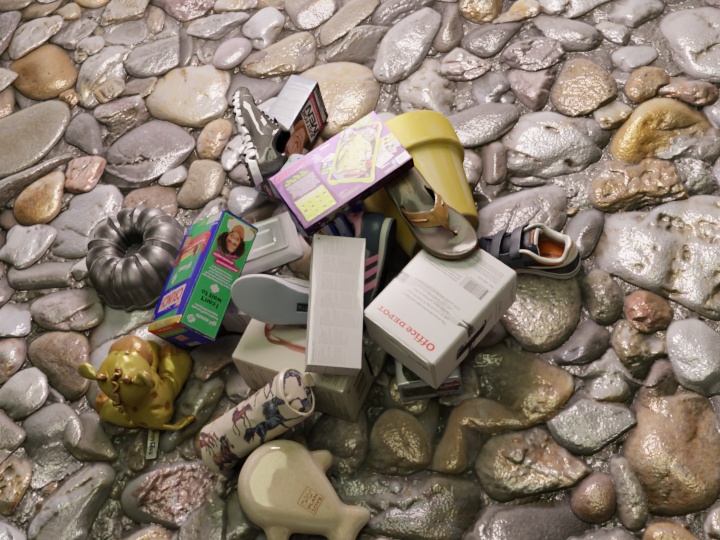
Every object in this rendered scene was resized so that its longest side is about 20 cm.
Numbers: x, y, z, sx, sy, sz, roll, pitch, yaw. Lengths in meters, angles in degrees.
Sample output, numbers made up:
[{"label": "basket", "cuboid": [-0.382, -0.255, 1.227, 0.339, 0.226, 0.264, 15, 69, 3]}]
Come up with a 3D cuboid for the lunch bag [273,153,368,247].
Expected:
[{"label": "lunch bag", "cuboid": [-0.053, -0.100, 1.621, 0.159, 0.201, 0.076, 20, 61, 42]}]

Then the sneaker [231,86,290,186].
[{"label": "sneaker", "cuboid": [-0.167, -0.239, 1.694, 0.089, 0.067, 0.203, -16, 60, 0]}]

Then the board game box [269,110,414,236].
[{"label": "board game box", "cuboid": [-0.029, -0.151, 1.510, 0.198, 0.032, 0.121, -33, 62, -6]}]

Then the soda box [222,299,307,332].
[{"label": "soda box", "cuboid": [-0.137, 0.066, 1.626, 0.196, 0.069, 0.064, 5, 59, 17]}]

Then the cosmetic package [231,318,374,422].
[{"label": "cosmetic package", "cuboid": [-0.088, 0.151, 1.538, 0.197, 0.104, 0.088, 15, 61, 21]}]

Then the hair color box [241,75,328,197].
[{"label": "hair color box", "cuboid": [-0.136, -0.246, 1.797, 0.060, 0.100, 0.202, 18, 64, 22]}]

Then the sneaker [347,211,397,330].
[{"label": "sneaker", "cuboid": [0.000, 0.000, 1.573, 0.081, 0.203, 0.070, 18, 18, 12]}]

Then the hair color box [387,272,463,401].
[{"label": "hair color box", "cuboid": [0.101, 0.098, 1.547, 0.097, 0.061, 0.203, -9, 57, 7]}]

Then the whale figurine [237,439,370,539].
[{"label": "whale figurine", "cuboid": [-0.086, 0.338, 1.436, 0.198, 0.104, 0.160, 30, 67, 2]}]

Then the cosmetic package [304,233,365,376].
[{"label": "cosmetic package", "cuboid": [-0.038, 0.051, 1.465, 0.081, 0.051, 0.204, 6, 70, -10]}]

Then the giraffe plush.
[{"label": "giraffe plush", "cuboid": [-0.363, 0.175, 1.556, 0.170, 0.163, 0.202, -20, 54, 0]}]

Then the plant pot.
[{"label": "plant pot", "cuboid": [0.099, -0.126, 1.617, 0.198, 0.201, 0.191, -25, 65, -3]}]

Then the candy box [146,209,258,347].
[{"label": "candy box", "cuboid": [-0.262, 0.017, 1.615, 0.168, 0.076, 0.203, -15, 53, 59]}]

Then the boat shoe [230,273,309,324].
[{"label": "boat shoe", "cuboid": [-0.103, 0.042, 1.538, 0.198, 0.086, 0.076, 6, 98, -4]}]

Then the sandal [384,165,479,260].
[{"label": "sandal", "cuboid": [0.101, -0.098, 1.489, 0.081, 0.055, 0.201, -33, 73, -6]}]

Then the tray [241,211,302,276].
[{"label": "tray", "cuboid": [-0.206, -0.038, 1.739, 0.197, 0.022, 0.109, -19, 54, 2]}]

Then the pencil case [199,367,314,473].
[{"label": "pencil case", "cuboid": [-0.154, 0.223, 1.468, 0.199, 0.078, 0.090, -36, 10, 26]}]

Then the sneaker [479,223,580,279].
[{"label": "sneaker", "cuboid": [0.254, -0.036, 1.584, 0.196, 0.080, 0.080, 1, 59, 17]}]

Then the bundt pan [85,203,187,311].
[{"label": "bundt pan", "cuboid": [-0.403, -0.035, 1.749, 0.198, 0.076, 0.205, -9, 56, 12]}]

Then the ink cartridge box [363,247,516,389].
[{"label": "ink cartridge box", "cuboid": [0.121, 0.055, 1.483, 0.144, 0.084, 0.200, 35, 68, 27]}]
